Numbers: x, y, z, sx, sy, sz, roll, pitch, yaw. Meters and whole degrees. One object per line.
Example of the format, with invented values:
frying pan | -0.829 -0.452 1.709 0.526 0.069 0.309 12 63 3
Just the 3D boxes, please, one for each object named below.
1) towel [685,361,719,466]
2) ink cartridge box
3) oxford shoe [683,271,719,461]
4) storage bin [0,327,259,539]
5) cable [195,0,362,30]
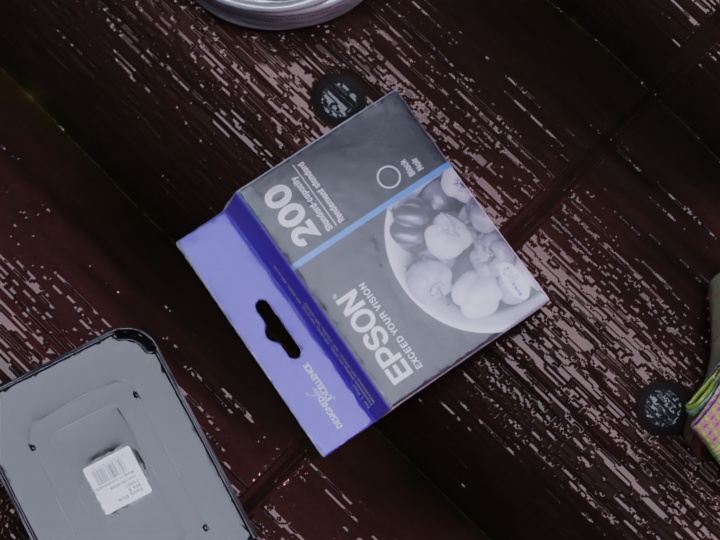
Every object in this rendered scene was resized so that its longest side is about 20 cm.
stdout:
towel | 0.317 0.069 1.528 0.200 0.144 0.023 -51 39 -13
ink cartridge box | 0.000 0.000 1.555 0.200 0.043 0.198 -34 81 -10
oxford shoe | 0.281 0.045 1.562 0.075 0.070 0.200 25 78 34
storage bin | -0.165 0.157 1.478 0.135 0.094 0.200 -27 80 -10
cable | -0.063 -0.279 1.606 0.200 0.069 0.200 -26 80 -9
